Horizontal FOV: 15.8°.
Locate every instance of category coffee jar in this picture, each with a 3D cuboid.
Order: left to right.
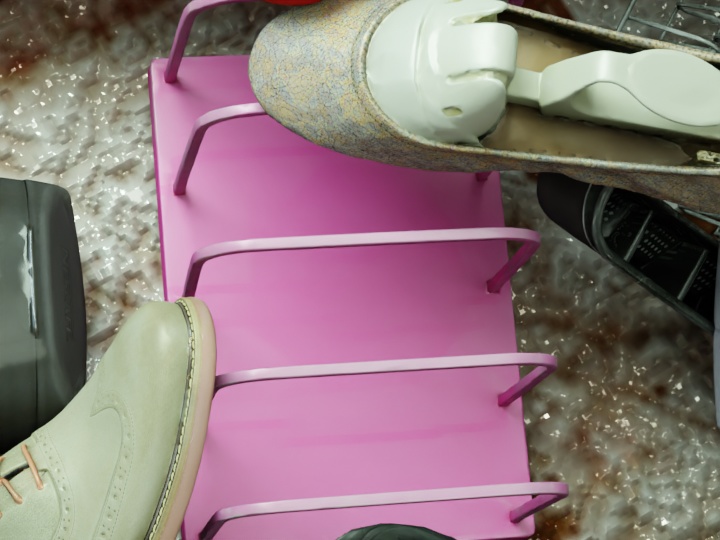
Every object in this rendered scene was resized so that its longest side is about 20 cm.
[{"bbox_3d":[-0.201,0.020,0.960,0.199,0.085,0.105,-2,73,-9],"label":"coffee jar"}]

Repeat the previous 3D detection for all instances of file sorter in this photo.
[{"bbox_3d":[0.000,0.000,0.978,0.138,0.125,0.201,-3,79,-10],"label":"file sorter"}]

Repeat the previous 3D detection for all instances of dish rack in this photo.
[{"bbox_3d":[0.157,-0.076,1.011,0.153,0.054,0.201,32,84,-43],"label":"dish rack"}]

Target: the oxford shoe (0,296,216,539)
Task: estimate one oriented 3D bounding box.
[{"bbox_3d":[-0.115,0.092,0.923,0.074,0.071,0.201,22,106,-25],"label":"oxford shoe"}]

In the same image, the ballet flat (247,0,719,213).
[{"bbox_3d":[0.062,-0.066,0.901,0.199,0.067,0.068,7,78,-7],"label":"ballet flat"}]

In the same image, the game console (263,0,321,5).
[{"bbox_3d":[0.014,-0.202,0.916,0.199,0.031,0.177,-23,86,-12],"label":"game console"}]

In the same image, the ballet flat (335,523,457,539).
[{"bbox_3d":[0.057,0.145,0.974,0.200,0.057,0.067,30,52,-29],"label":"ballet flat"}]

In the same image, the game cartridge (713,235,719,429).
[{"bbox_3d":[0.196,-0.031,1.001,0.133,0.040,0.201,0,103,-38],"label":"game cartridge"}]
